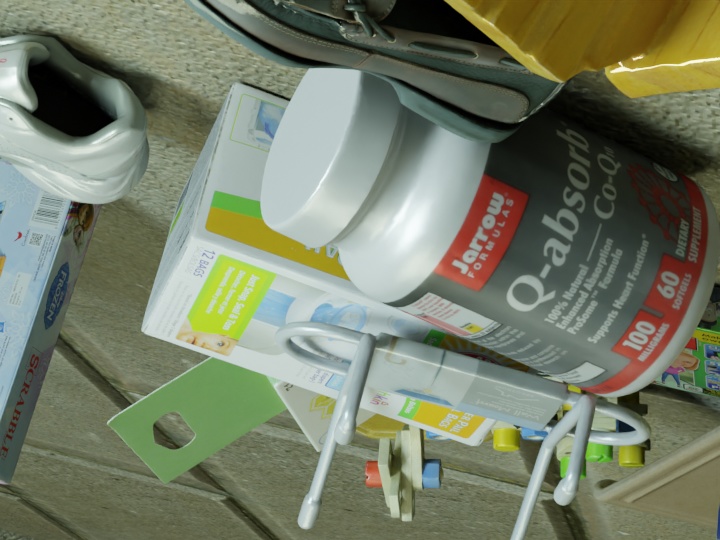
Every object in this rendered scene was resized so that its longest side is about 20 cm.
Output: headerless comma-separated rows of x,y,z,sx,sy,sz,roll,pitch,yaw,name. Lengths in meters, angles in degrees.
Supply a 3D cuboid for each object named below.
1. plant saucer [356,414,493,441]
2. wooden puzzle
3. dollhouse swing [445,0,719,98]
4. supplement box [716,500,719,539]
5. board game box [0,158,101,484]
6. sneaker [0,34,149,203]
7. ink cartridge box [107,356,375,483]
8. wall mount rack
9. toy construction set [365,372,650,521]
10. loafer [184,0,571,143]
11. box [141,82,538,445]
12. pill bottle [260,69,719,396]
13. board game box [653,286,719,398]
0.006,0.079,1.461,0.199,0.049,0.199,29,160,-33,plant saucer
0.275,0.134,1.281,0.184,0.038,0.200,16,156,-21,wooden puzzle
0.108,-0.132,0.477,0.200,0.183,0.175,33,178,-42,dollhouse swing
0.298,0.094,1.056,0.109,0.110,0.199,19,158,-31,supplement box
-0.286,0.019,1.281,0.198,0.202,0.041,11,164,20,board game box
-0.203,-0.100,1.057,0.198,0.079,0.099,11,159,-12,sneaker
-0.050,0.079,1.277,0.048,0.199,0.146,53,175,24,ink cartridge box
0.042,0.095,1.030,0.198,0.075,0.174,16,159,-1,wall mount rack
0.094,0.101,1.321,0.198,0.093,0.131,-14,163,3,toy construction set
0.010,-0.114,0.815,0.199,0.072,0.063,21,145,-37,loafer
0.000,0.000,1.063,0.198,0.102,0.113,20,146,-10,box
0.060,-0.026,0.938,0.199,0.117,0.116,23,163,-22,pill bottle
0.155,0.032,1.192,0.198,0.029,0.135,12,164,15,board game box
